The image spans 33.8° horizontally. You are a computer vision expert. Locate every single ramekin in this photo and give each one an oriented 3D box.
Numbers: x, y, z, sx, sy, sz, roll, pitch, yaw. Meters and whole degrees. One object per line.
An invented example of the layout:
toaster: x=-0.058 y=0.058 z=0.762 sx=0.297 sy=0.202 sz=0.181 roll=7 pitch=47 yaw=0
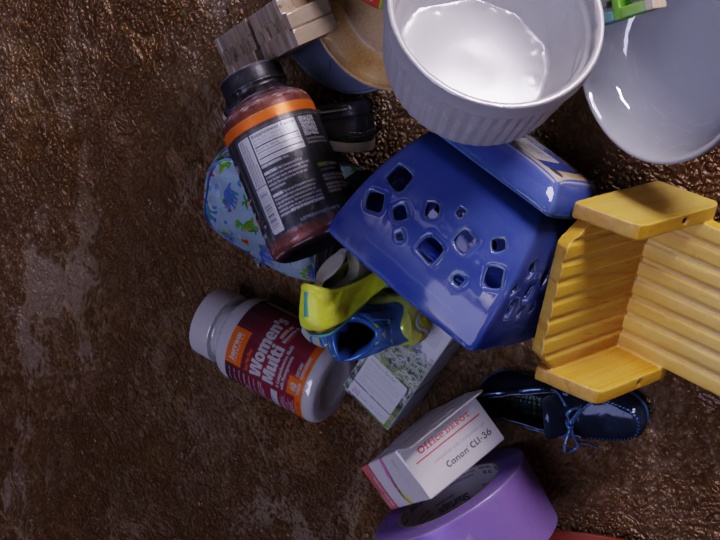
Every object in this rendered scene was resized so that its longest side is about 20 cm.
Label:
ramekin: x=0.111 y=-0.210 z=1.078 sx=0.200 sy=0.200 sz=0.105 roll=45 pitch=158 yaw=9

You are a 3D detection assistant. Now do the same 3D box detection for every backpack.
backpack: x=-0.087 y=-0.080 z=1.388 sx=0.200 sy=0.153 sz=0.165 roll=41 pitch=136 yaw=28

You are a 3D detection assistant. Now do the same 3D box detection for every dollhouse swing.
dollhouse swing: x=0.300 y=0.047 z=1.151 sx=0.175 sy=0.180 sz=0.203 roll=38 pitch=130 yaw=40

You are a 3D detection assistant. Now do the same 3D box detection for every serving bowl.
serving bowl: x=0.292 y=-0.201 z=1.082 sx=0.199 sy=0.065 sz=0.204 roll=20 pitch=115 yaw=51

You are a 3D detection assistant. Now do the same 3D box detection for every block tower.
block tower: x=-0.095 y=-0.258 z=1.296 sx=0.199 sy=0.057 sz=0.055 roll=-6 pitch=109 yaw=62

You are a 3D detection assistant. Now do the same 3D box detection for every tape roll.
tape roll: x=0.120 y=0.292 z=1.358 sx=0.199 sy=0.199 sz=0.086 roll=-28 pitch=94 yaw=40

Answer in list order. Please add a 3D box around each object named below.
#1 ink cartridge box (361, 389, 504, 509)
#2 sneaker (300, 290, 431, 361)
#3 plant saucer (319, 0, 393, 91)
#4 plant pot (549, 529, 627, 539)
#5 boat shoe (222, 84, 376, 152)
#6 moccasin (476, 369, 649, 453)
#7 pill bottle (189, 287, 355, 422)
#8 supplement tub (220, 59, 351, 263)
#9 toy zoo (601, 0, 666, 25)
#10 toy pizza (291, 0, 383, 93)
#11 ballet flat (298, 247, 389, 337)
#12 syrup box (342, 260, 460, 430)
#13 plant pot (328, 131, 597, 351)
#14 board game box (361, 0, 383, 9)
ink cartridge box: x=0.085 y=0.205 z=1.346 sx=0.068 sy=0.116 sz=0.200 roll=53 pitch=160 yaw=4
sneaker: x=-0.020 y=0.060 z=1.318 sx=0.198 sy=0.104 sz=0.077 roll=-10 pitch=94 yaw=46
plant saucer: x=0.031 y=-0.288 z=1.220 sx=0.198 sy=0.035 sz=0.203 roll=15 pitch=118 yaw=30
plant pot: x=0.211 y=0.415 z=1.368 sx=0.175 sy=0.199 sz=0.203 roll=16 pitch=120 yaw=41
boat shoe: x=-0.070 y=-0.184 z=1.362 sx=0.197 sy=0.072 sz=0.064 roll=14 pitch=115 yaw=25
moccasin: x=0.218 y=0.163 z=1.315 sx=0.198 sy=0.068 sz=0.082 roll=2 pitch=112 yaw=35
pill bottle: x=-0.113 y=0.102 z=1.495 sx=0.198 sy=0.109 sz=0.111 roll=24 pitch=123 yaw=24
supplement tub: x=-0.081 y=-0.118 z=1.256 sx=0.106 sy=0.106 sz=0.203 roll=-29 pitch=80 yaw=40
toy zoo: x=0.195 y=-0.289 z=1.116 sx=0.199 sy=0.020 sz=0.133 roll=-4 pitch=99 yaw=55
toy pizza: x=-0.014 y=-0.295 z=1.295 sx=0.198 sy=0.032 sz=0.203 roll=16 pitch=119 yaw=30
ballet flat: x=0.000 y=0.000 z=1.269 sx=0.066 sy=0.199 sz=0.068 roll=3 pitch=116 yaw=37
syrup box: x=0.065 y=0.084 z=1.378 sx=0.079 sy=0.081 sz=0.201 roll=42 pitch=127 yaw=14
plant pot: x=0.119 y=-0.054 z=1.193 sx=0.199 sy=0.199 sz=0.181 roll=38 pitch=107 yaw=20
board game box: x=-0.037 y=-0.352 z=1.186 sx=0.198 sy=0.047 sz=0.103 roll=31 pitch=126 yaw=21
